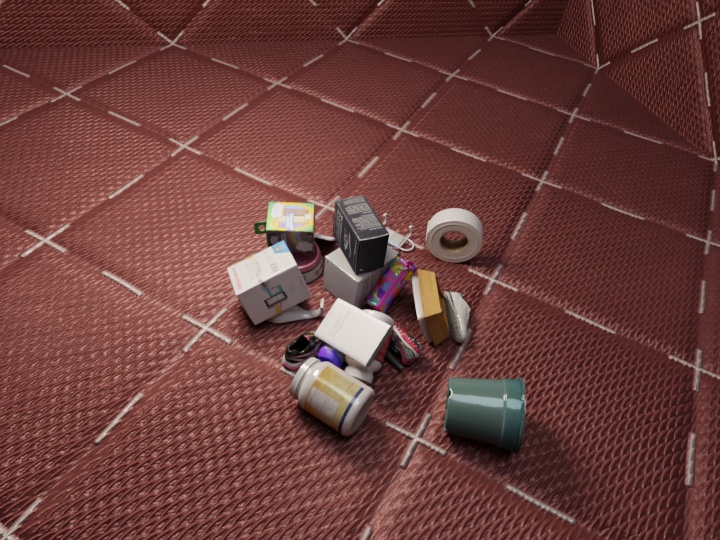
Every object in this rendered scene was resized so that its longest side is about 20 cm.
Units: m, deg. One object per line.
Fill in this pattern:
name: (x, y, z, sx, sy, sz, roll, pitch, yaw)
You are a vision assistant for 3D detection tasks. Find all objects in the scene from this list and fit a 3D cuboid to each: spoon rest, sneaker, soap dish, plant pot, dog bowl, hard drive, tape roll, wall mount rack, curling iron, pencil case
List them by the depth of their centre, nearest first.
plant pot: (0.330, 0.376, 1.422, 0.196, 0.201, 0.200, 7, 46, 9)
hard drive: (-0.022, 0.175, 1.499, 0.200, 0.027, 0.132, 25, 75, 34)
sneaker: (-0.144, 0.216, 1.569, 0.080, 0.086, 0.200, 36, 52, 22)
curling iron: (0.054, 0.244, 1.612, 0.200, 0.026, 0.050, 36, 59, 24)
sneaker: (0.105, 0.207, 1.625, 0.075, 0.081, 0.200, -52, 48, 7)
soap dish: (0.225, 0.114, 1.667, 0.081, 0.157, 0.200, -14, 45, 13)
spoon rest: (-0.211, 0.127, 1.675, 0.199, 0.061, 0.100, -3, 44, 8)
pencil case: (0.100, 0.044, 1.699, 0.088, 0.088, 0.200, 37, 97, 25)
sneaker: (0.325, 0.147, 1.714, 0.080, 0.076, 0.200, 6, 47, -15)
dog bowl: (-0.225, -0.043, 1.814, 0.200, 0.074, 0.200, 4, 47, -4)
tape roll: (0.336, -0.124, 1.881, 0.202, 0.203, 0.071, 11, 47, 3)
wall mount rack: (0.100, -0.130, 1.941, 0.200, 0.075, 0.174, 28, 49, 19)

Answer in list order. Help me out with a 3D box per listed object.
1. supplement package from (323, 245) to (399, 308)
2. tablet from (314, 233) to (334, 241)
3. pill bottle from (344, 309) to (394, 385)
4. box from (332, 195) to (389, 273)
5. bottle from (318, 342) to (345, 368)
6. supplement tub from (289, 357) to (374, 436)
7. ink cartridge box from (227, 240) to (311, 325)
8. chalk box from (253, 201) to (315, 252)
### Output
supplement package: (0.000, 0.000, 1.750, 0.152, 0.151, 0.200, 38, 52, 25)
tablet: (-0.189, -0.130, 1.889, 0.199, 0.014, 0.130, 12, 4, 3)
pill bottle: (0.021, 0.225, 1.537, 0.112, 0.112, 0.200, 16, 69, 7)
box: (-0.003, -0.114, 1.652, 0.104, 0.148, 0.200, -14, 50, -20)
bottle: (-0.053, 0.204, 1.585, 0.065, 0.084, 0.200, 4, 44, 34)
supplement tub: (-0.077, 0.337, 1.422, 0.200, 0.145, 0.144, 28, 49, 19)
ink cartridge box: (-0.283, 0.037, 1.628, 0.200, 0.146, 0.147, -27, 42, -7)
chalk box: (-0.253, -0.146, 1.758, 0.199, 0.125, 0.124, 3, 58, -4)
